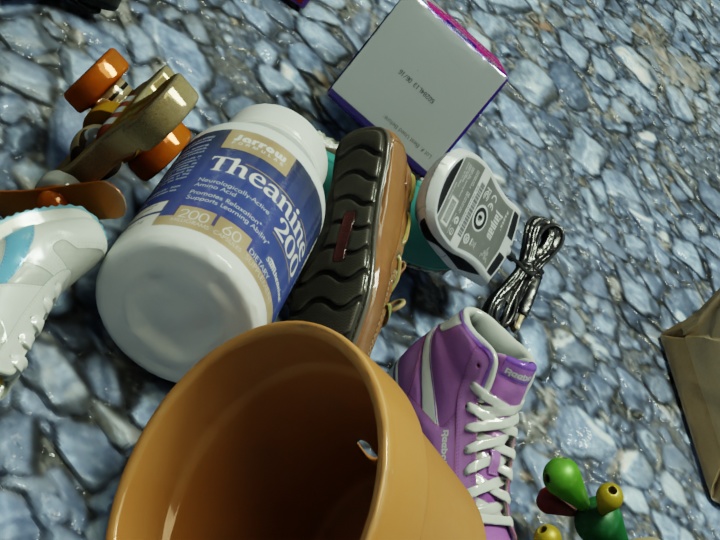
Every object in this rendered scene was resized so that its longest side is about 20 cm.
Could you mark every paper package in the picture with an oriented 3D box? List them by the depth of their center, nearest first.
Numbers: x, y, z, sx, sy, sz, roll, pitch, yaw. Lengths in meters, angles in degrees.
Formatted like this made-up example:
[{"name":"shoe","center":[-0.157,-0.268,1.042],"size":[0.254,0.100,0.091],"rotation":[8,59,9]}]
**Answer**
[{"name":"paper package","center":[0.386,0.125,1.252],"size":[0.198,0.104,0.192],"rotation":[20,41,-29]}]

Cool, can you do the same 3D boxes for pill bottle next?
[{"name":"pill bottle","center":[-0.086,-0.027,0.929],"size":[0.111,0.111,0.201],"rotation":[37,36,-9]}]

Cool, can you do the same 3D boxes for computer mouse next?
[{"name":"computer mouse","center":[0.089,-0.031,1.077],"size":[0.200,0.043,0.111],"rotation":[44,70,-50]}]

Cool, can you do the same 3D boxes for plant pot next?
[{"name":"plant pot","center":[-0.022,0.147,0.770],"size":[0.140,0.199,0.202],"rotation":[34,34,-40]}]

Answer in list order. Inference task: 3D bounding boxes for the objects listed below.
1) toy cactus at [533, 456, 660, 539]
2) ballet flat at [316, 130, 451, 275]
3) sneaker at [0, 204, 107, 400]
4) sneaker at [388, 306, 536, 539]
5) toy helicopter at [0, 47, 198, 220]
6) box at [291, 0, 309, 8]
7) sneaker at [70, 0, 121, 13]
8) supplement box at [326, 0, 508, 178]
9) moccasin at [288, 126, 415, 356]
[{"name":"toy cactus","center":[0.184,0.224,0.987],"size":[0.201,0.102,0.165],"rotation":[52,17,13]},{"name":"ballet flat","center":[-0.003,-0.066,1.093],"size":[0.198,0.072,0.072],"rotation":[29,39,-24]},{"name":"sneaker","center":[-0.210,0.030,0.788],"size":[0.081,0.077,0.199],"rotation":[48,45,6]},{"name":"sneaker","center":[0.080,0.117,0.951],"size":[0.072,0.114,0.203],"rotation":[12,48,-38]},{"name":"toy helicopter","center":[-0.152,-0.077,0.861],"size":[0.079,0.199,0.132],"rotation":[47,69,-14]},{"name":"box","center":[-0.115,-0.332,1.259],"size":[0.199,0.039,0.138],"rotation":[31,37,-19]},{"name":"sneaker","center":[-0.216,-0.227,1.041],"size":[0.103,0.060,0.201],"rotation":[33,34,-9]},{"name":"supplement box","center":[0.048,-0.156,1.138],"size":[0.101,0.104,0.200],"rotation":[40,10,-5]},{"name":"moccasin","center":[-0.001,0.000,0.998],"size":[0.078,0.073,0.204],"rotation":[45,44,-46]}]
